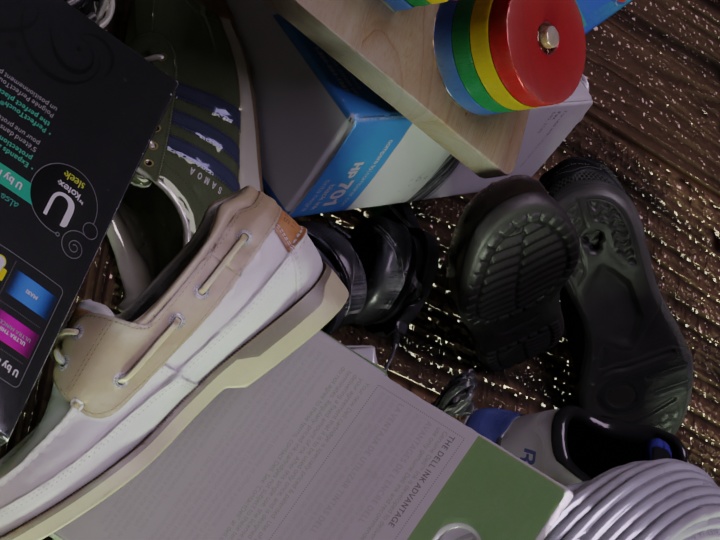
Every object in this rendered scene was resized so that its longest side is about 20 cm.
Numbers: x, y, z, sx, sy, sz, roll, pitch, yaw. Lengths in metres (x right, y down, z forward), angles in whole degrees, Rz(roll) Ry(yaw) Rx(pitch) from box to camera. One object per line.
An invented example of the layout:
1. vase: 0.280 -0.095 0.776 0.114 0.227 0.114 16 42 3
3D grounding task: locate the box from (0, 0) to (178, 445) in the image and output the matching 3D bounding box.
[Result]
1. box: -0.195 -0.018 0.823 0.124 0.148 0.200 35 54 -21

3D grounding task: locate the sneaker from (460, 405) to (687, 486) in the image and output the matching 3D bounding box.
1. sneaker: 0.149 0.155 1.100 0.199 0.115 0.081 54 48 -13

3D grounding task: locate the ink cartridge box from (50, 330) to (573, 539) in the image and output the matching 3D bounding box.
1. ink cartridge box: -0.026 0.107 0.839 0.200 0.048 0.146 32 77 17

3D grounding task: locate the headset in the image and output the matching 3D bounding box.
1. headset: 0.000 0.000 1.038 0.123 0.094 0.200 -4 66 -43

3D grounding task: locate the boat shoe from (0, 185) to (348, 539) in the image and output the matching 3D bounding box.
1. boat shoe: -0.102 0.043 0.803 0.200 0.075 0.068 -39 104 -16

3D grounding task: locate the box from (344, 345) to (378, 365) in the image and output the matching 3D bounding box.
1. box: -0.032 0.147 0.915 0.101 0.113 0.200 -5 72 3

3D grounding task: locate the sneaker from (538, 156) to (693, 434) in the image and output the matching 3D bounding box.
1. sneaker: 0.156 0.015 1.185 0.114 0.076 0.200 -91 162 -63

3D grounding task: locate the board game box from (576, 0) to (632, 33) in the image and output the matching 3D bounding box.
1. board game box: 0.097 -0.213 1.244 0.200 0.045 0.152 -38 101 -45

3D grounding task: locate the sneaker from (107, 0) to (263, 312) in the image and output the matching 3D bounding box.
1. sneaker: -0.104 -0.064 0.981 0.090 0.067 0.200 -7 85 -47

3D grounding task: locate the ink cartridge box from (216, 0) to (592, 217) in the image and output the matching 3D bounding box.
1. ink cartridge box: 0.011 -0.116 1.067 0.200 0.086 0.147 -8 55 -45

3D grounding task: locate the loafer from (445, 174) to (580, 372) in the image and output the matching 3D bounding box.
1. loafer: 0.075 -0.005 1.077 0.073 0.200 0.071 -23 67 -8

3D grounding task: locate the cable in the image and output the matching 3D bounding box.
1. cable: 0.136 0.194 1.001 0.200 0.069 0.200 -20 127 -38

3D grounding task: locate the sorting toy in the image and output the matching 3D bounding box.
1. sorting toy: 0.057 -0.181 0.960 0.199 0.070 0.200 35 62 -41

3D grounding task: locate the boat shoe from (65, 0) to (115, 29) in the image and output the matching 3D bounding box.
1. boat shoe: -0.155 -0.131 0.907 0.200 0.064 0.071 50 48 -67

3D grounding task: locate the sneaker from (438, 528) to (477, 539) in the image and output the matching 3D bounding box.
1. sneaker: 0.026 0.165 1.019 0.081 0.075 0.200 34 53 -18
